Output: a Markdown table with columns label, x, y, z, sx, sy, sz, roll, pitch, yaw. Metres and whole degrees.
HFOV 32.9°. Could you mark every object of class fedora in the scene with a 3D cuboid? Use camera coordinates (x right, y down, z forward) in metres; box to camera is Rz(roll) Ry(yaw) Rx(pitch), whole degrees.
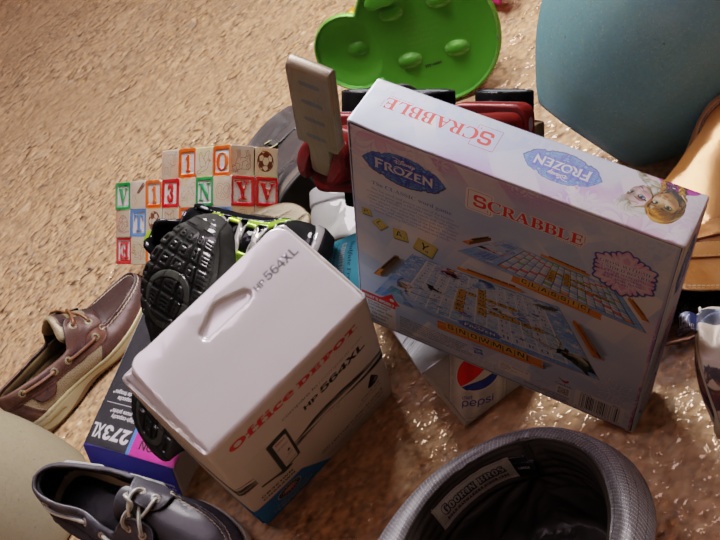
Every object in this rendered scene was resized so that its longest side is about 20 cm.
| label | x | y | z | sx | sy | sz | roll | pitch | yaw |
| --- | --- | --- | --- | --- | --- | --- | --- | --- | --- |
| fedora | 0.089 | 0.182 | 0.672 | 0.177 | 0.090 | 0.200 | -18 | 30 | 26 |

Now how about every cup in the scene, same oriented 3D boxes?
| label | x | y | z | sx | sy | sz | roll | pitch | yaw |
| --- | --- | --- | --- | --- | --- | --- | --- | --- | --- |
| cup | -0.363 | 0.192 | 1.070 | 0.200 | 0.143 | 0.200 | -27 | 33 | 19 |

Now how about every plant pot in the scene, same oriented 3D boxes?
| label | x | y | z | sx | sy | sz | roll | pitch | yaw |
| --- | --- | --- | --- | --- | --- | --- | --- | --- | --- |
| plant pot | 0.210 | -0.159 | 0.926 | 0.135 | 0.200 | 0.200 | -56 | 28 | 15 |

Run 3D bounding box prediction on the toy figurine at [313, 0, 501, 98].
| label | x | y | z | sx | sy | sz | roll | pitch | yaw |
| --- | --- | --- | --- | --- | --- | --- | --- | --- | --- |
| toy figurine | 0.071 | -0.275 | 1.263 | 0.200 | 0.150 | 0.184 | -12 | 28 | 29 |

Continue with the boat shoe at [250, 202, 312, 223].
| label | x | y | z | sx | sy | sz | roll | pitch | yaw |
| --- | --- | --- | --- | --- | --- | --- | --- | --- | --- |
| boat shoe | -0.115 | 0.023 | 1.103 | 0.200 | 0.068 | 0.072 | -47 | 56 | -8 |

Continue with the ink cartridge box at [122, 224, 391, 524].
| label | x | y | z | sx | sy | sz | roll | pitch | yaw |
| --- | --- | --- | --- | --- | --- | --- | --- | --- | --- |
| ink cartridge box | -0.062 | 0.079 | 0.848 | 0.084 | 0.200 | 0.146 | 40 | 77 | 20 |

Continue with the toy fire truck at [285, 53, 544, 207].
| label | x | y | z | sx | sy | sz | roll | pitch | yaw |
| --- | --- | --- | --- | --- | --- | --- | --- | --- | --- |
| toy fire truck | 0.030 | -0.098 | 0.901 | 0.176 | 0.129 | 0.200 | 4 | 13 | 23 |

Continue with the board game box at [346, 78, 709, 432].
| label | x | y | z | sx | sy | sz | roll | pitch | yaw |
| --- | --- | --- | --- | --- | --- | --- | --- | --- | --- |
| board game box | 0.091 | -0.004 | 0.735 | 0.200 | 0.200 | 0.041 | 23 | 58 | 17 |

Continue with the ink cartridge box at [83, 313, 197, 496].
| label | x | y | z | sx | sy | sz | roll | pitch | yaw |
| --- | --- | --- | --- | --- | --- | --- | --- | --- | --- |
| ink cartridge box | -0.164 | 0.110 | 1.014 | 0.095 | 0.037 | 0.200 | 10 | 69 | 27 |

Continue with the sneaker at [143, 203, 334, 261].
| label | x | y | z | sx | sy | sz | roll | pitch | yaw |
| --- | --- | --- | --- | --- | --- | --- | --- | --- | --- |
| sneaker | -0.106 | -0.013 | 0.954 | 0.200 | 0.083 | 0.072 | -4 | 59 | 49 |

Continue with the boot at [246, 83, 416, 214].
| label | x | y | z | sx | sy | sz | roll | pitch | yaw |
| --- | --- | --- | --- | --- | --- | --- | --- | --- | --- |
| boot | -0.042 | -0.140 | 1.249 | 0.200 | 0.069 | 0.174 | -39 | 32 | 2 |

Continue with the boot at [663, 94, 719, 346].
| label | x | y | z | sx | sy | sz | roll | pitch | yaw |
| --- | --- | --- | --- | --- | --- | --- | --- | --- | --- |
| boot | 0.243 | -0.040 | 0.817 | 0.200 | 0.077 | 0.155 | -28 | 31 | 20 |

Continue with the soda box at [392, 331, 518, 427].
| label | x | y | z | sx | sy | sz | roll | pitch | yaw |
| --- | --- | --- | --- | --- | --- | --- | --- | --- | --- |
| soda box | 0.055 | 0.030 | 0.931 | 0.068 | 0.063 | 0.200 | -37 | 31 | 3 |

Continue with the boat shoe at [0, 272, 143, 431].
| label | x | y | z | sx | sy | sz | roll | pitch | yaw |
| --- | --- | --- | --- | --- | --- | --- | --- | --- | --- |
| boat shoe | -0.286 | 0.070 | 1.219 | 0.072 | 0.072 | 0.200 | 9 | 54 | 50 |

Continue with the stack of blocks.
| label | x | y | z | sx | sy | sz | roll | pitch | yaw |
| --- | --- | --- | --- | --- | --- | --- | --- | --- | --- |
| stack of blocks | -0.168 | -0.062 | 1.225 | 0.200 | 0.059 | 0.115 | 0 | 90 | 47 |

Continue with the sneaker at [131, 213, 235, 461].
| label | x | y | z | sx | sy | sz | roll | pitch | yaw |
| --- | --- | --- | --- | --- | --- | --- | --- | --- | --- |
| sneaker | -0.117 | 0.047 | 0.928 | 0.091 | 0.200 | 0.076 | -9 | 35 | -39 |

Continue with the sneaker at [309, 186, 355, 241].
| label | x | y | z | sx | sy | sz | roll | pitch | yaw |
| --- | --- | --- | --- | --- | --- | --- | --- | --- | --- |
| sneaker | 0.051 | -0.043 | 1.049 | 0.200 | 0.073 | 0.085 | -10 | 74 | 26 |

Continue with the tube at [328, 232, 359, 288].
| label | x | y | z | sx | sy | sz | roll | pitch | yaw |
| --- | --- | --- | --- | --- | --- | --- | --- | --- | --- |
| tube | 0.000 | 0.000 | 0.923 | 0.200 | 0.050 | 0.078 | -19 | 65 | 48 |

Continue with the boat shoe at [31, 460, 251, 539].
| label | x | y | z | sx | sy | sz | roll | pitch | yaw |
| --- | --- | --- | --- | --- | --- | --- | --- | --- | --- |
| boat shoe | -0.171 | 0.190 | 0.919 | 0.200 | 0.063 | 0.073 | 13 | 70 | 35 |

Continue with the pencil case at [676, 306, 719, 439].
| label | x | y | z | sx | sy | sz | roll | pitch | yaw |
| --- | --- | --- | --- | --- | --- | --- | --- | --- | --- |
| pencil case | 0.285 | 0.029 | 0.684 | 0.200 | 0.078 | 0.090 | -21 | 54 | 26 |
